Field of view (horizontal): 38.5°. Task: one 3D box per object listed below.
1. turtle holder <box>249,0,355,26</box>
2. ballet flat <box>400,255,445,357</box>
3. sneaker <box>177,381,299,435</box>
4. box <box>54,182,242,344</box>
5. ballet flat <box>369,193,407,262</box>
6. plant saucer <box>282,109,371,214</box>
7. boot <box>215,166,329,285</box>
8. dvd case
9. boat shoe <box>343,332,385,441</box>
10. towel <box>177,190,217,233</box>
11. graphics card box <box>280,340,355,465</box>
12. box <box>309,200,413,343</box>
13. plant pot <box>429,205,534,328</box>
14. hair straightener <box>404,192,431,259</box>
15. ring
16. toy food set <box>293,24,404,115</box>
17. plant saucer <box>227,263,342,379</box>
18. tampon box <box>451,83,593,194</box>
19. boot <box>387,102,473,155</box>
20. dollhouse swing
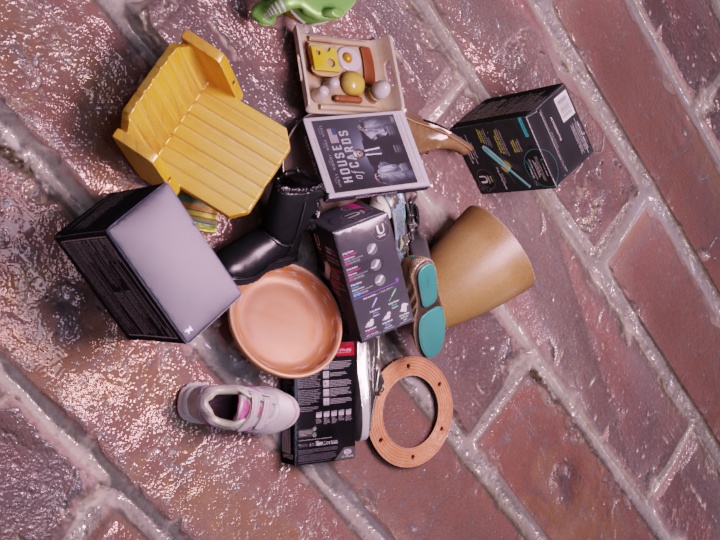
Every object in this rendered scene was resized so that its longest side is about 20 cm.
[{"bbox_3d":[-0.086,-0.458,1.688,0.141,0.131,0.186,30,73,-33],"label":"turtle holder"},{"bbox_3d":[0.103,0.056,1.760,0.070,0.065,0.201,-24,126,-28],"label":"ballet flat"},{"bbox_3d":[-0.183,0.221,1.622,0.199,0.088,0.082,6,85,-27],"label":"sneaker"},{"bbox_3d":[-0.305,-0.007,1.483,0.123,0.198,0.201,-43,114,-28],"label":"box"},{"bbox_3d":[0.043,-0.077,1.796,0.074,0.074,0.201,-25,117,-33],"label":"ballet flat"},{"bbox_3d":[-0.056,-0.174,1.768,0.199,0.032,0.202,1,88,-36],"label":"plant saucer"},{"bbox_3d":[-0.141,-0.071,1.618,0.198,0.073,0.163,-21,144,-49],"label":"boot"},{"bbox_3d":[0.008,-0.194,1.734,0.199,0.025,0.151,-9,71,-29],"label":"dvd case"},{"bbox_3d":[0.012,0.194,1.784,0.063,0.071,0.201,1,87,-28],"label":"boat shoe"},{"bbox_3d":[-0.256,-0.163,1.631,0.086,0.018,0.201,9,84,-36],"label":"towel"},{"bbox_3d":[-0.071,0.222,1.739,0.125,0.051,0.201,-2,89,-35],"label":"graphics card box"},{"bbox_3d":[0.000,0.000,1.724,0.106,0.122,0.201,-22,112,-19],"label":"box"},{"bbox_3d":[0.179,0.016,1.864,0.200,0.186,0.187,-38,111,-11],"label":"plant pot"},{"bbox_3d":[0.102,-0.070,1.817,0.041,0.077,0.201,-4,54,1],"label":"hair straightener"},{"bbox_3d":[0.088,0.257,1.874,0.199,0.019,0.202,1,88,-35],"label":"ring"},{"bbox_3d":[-0.020,-0.343,1.759,0.199,0.060,0.144,-3,78,-36],"label":"toy food set"},{"bbox_3d":[-0.125,0.083,1.675,0.199,0.037,0.201,12,62,-24],"label":"plant saucer"},{"bbox_3d":[0.301,-0.242,1.923,0.126,0.199,0.150,-40,113,-30],"label":"tampon box"},{"bbox_3d":[0.117,-0.239,1.883,0.199,0.074,0.076,18,98,-30],"label":"boot"},{"bbox_3d":[-0.224,-0.207,1.538,0.201,0.175,0.182,-58,162,-15],"label":"dollhouse swing"}]
